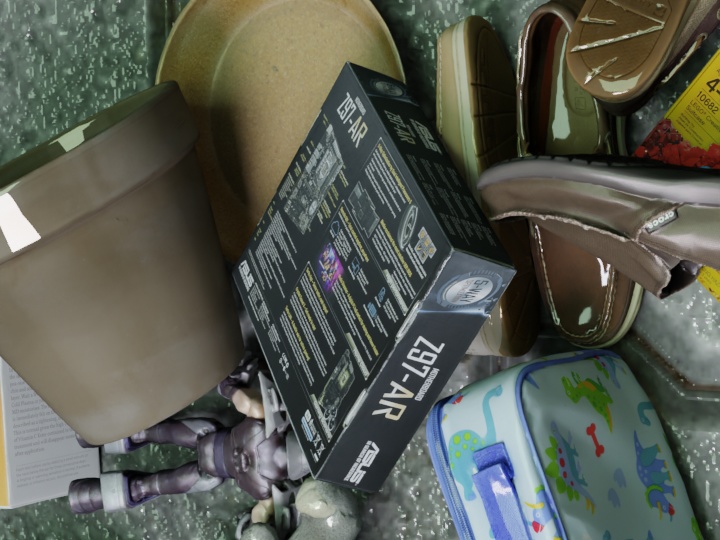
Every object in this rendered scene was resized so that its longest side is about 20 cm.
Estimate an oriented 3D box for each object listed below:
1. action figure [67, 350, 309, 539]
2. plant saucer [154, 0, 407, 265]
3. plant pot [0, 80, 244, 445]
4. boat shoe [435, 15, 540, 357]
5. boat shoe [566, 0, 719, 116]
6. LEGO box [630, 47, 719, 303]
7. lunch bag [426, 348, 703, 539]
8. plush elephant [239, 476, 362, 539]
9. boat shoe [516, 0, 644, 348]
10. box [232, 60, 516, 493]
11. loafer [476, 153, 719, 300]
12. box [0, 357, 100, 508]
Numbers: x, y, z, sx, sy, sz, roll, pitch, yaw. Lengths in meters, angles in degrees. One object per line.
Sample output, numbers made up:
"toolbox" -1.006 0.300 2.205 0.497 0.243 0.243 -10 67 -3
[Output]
"action figure" -0.097 0.119 1.273 0.198 0.069 0.132 -4 85 30
"plant saucer" -0.045 -0.098 1.238 0.199 0.035 0.202 4 96 33
"plant pot" -0.160 0.004 1.212 0.199 0.200 0.175 -22 104 32
"boat shoe" 0.058 -0.047 1.152 0.069 0.074 0.202 -5 90 30
"boat shoe" 0.186 -0.172 1.062 0.072 0.072 0.201 30 88 27
"LEGO box" 0.255 -0.031 1.021 0.200 0.077 0.149 48 117 21
"lunch bag" 0.120 0.147 1.073 0.082 0.160 0.202 -25 81 31
"plush elephant" -0.060 0.242 1.164 0.200 0.154 0.165 -43 75 29
"boat shoe" 0.116 -0.055 1.111 0.074 0.075 0.205 -4 91 33
"box" 0.000 0.000 1.109 0.161 0.043 0.201 -60 32 23
"loafer" 0.147 -0.020 1.001 0.198 0.073 0.072 9 98 33
"box" -0.263 0.057 1.356 0.123 0.097 0.202 -3 92 33
